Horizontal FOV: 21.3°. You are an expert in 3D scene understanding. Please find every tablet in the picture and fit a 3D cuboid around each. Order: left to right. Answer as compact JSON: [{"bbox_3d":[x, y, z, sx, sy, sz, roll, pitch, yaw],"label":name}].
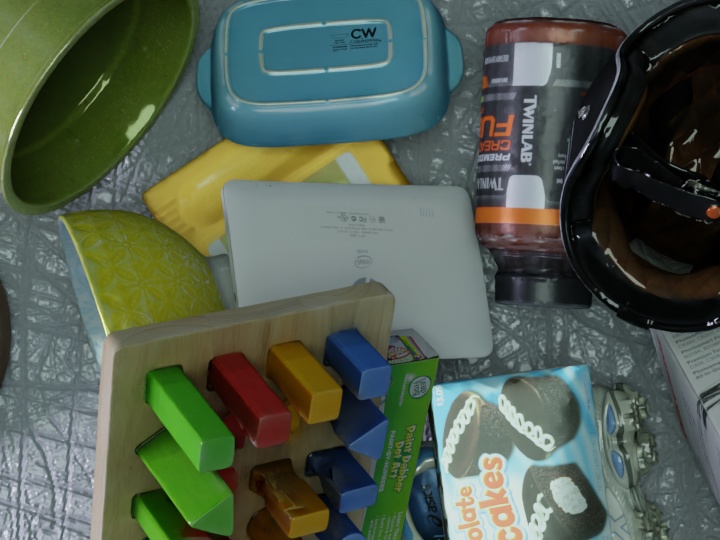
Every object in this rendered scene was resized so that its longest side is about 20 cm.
[{"bbox_3d":[0.000,0.000,1.349,0.198,0.014,0.132,0,72,-27],"label":"tablet"}]

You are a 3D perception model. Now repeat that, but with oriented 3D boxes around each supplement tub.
[{"bbox_3d":[0.136,-0.075,1.367,0.106,0.107,0.203,3,89,2],"label":"supplement tub"}]

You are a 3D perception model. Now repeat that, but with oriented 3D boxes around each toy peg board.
[{"bbox_3d":[-0.058,0.132,1.204,0.197,0.098,0.202,-10,125,-29],"label":"toy peg board"}]

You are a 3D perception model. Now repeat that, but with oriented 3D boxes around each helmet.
[{"bbox_3d":[0.228,-0.074,1.253,0.198,0.191,0.202,17,132,20],"label":"helmet"}]

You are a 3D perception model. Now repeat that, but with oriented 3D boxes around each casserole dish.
[{"bbox_3d":[-0.024,-0.154,1.389,0.197,0.039,0.122,-4,67,2],"label":"casserole dish"}]

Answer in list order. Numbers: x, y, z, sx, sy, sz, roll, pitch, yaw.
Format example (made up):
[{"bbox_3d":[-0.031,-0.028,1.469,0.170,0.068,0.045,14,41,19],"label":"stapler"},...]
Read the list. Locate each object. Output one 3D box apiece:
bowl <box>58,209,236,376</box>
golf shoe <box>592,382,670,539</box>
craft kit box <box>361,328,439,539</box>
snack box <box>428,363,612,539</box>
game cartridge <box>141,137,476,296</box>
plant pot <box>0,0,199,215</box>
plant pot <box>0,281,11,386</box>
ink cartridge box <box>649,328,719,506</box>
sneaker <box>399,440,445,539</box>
[{"bbox_3d":[-0.132,0.042,1.342,0.107,0.200,0.202,-17,88,-11],"label":"bowl"},{"bbox_3d":[0.173,0.186,1.390,0.096,0.078,0.202,-10,83,19],"label":"golf shoe"},{"bbox_3d":[-0.052,0.146,1.312,0.196,0.049,0.202,-5,122,-29],"label":"craft kit box"},{"bbox_3d":[0.115,0.173,1.333,0.115,0.037,0.202,-7,85,-3],"label":"snack box"},{"bbox_3d":[-0.038,-0.019,1.411,0.175,0.032,0.201,-33,89,1],"label":"game cartridge"},{"bbox_3d":[-0.248,-0.176,1.361,0.189,0.200,0.201,38,91,16],"label":"plant pot"},{"bbox_3d":[-0.361,0.045,1.354,0.198,0.175,0.203,0,88,2],"label":"plant pot"},{"bbox_3d":[0.276,0.118,1.293,0.084,0.147,0.201,-22,44,2],"label":"ink cartridge box"},{"bbox_3d":[0.074,0.220,1.383,0.071,0.072,0.202,-24,90,0],"label":"sneaker"}]
